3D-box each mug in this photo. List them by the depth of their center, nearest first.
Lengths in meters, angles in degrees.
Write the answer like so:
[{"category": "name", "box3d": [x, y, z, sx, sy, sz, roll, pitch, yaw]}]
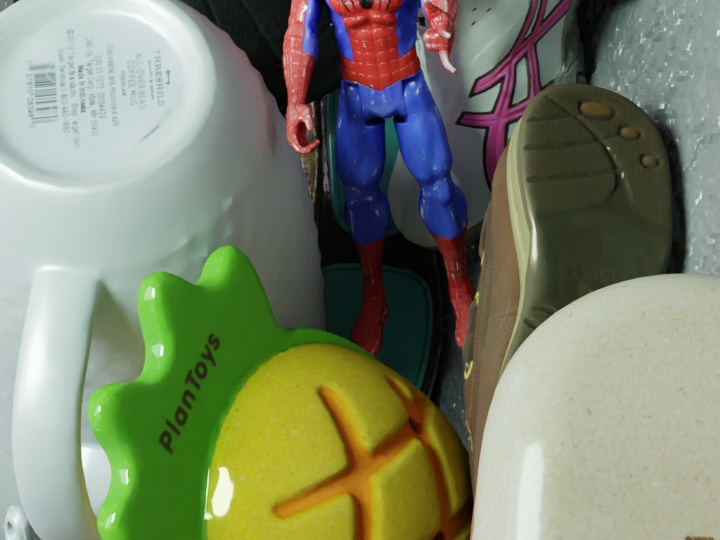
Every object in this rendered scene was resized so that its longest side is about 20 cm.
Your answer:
[{"category": "mug", "box3d": [-0.092, 0.004, 0.890, 0.176, 0.146, 0.201, 86, -170, -59]}]

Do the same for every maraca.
[{"category": "maraca", "box3d": [-0.023, 0.081, 0.841, 0.106, 0.200, 0.138, -8, 49, 36]}]

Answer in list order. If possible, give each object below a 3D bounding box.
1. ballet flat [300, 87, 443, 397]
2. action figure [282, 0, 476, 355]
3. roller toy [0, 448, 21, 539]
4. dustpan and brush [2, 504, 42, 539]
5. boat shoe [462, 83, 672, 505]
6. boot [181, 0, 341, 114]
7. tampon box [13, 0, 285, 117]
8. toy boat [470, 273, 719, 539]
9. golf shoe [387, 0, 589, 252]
[{"category": "ballet flat", "box3d": [0.000, 0.000, 1.026, 0.071, 0.070, 0.202, -26, 56, 58]}, {"category": "action figure", "box3d": [0.009, -0.046, 0.876, 0.099, 0.065, 0.201, -84, -13, -59]}, {"category": "roller toy", "box3d": [-0.152, 0.080, 1.200, 0.183, 0.139, 0.201, -103, 29, -57]}, {"category": "dustpan and brush", "box3d": [-0.117, 0.138, 1.010, 0.140, 0.057, 0.201, 54, 157, 27]}, {"category": "boat shoe", "box3d": [0.071, 0.036, 0.855, 0.068, 0.071, 0.201, 126, 152, -60]}, {"category": "boot", "box3d": [-0.029, -0.140, 1.030, 0.151, 0.199, 0.073, -112, -2, -56]}, {"category": "tampon box", "box3d": [-0.086, -0.160, 1.190, 0.150, 0.125, 0.201, -33, 50, 55]}, {"category": "toy boat", "box3d": [0.096, 0.105, 0.738, 0.131, 0.129, 0.202, 85, -169, -77]}, {"category": "golf shoe", "box3d": [0.046, -0.098, 0.933, 0.201, 0.092, 0.073, -65, 30, 27]}]
